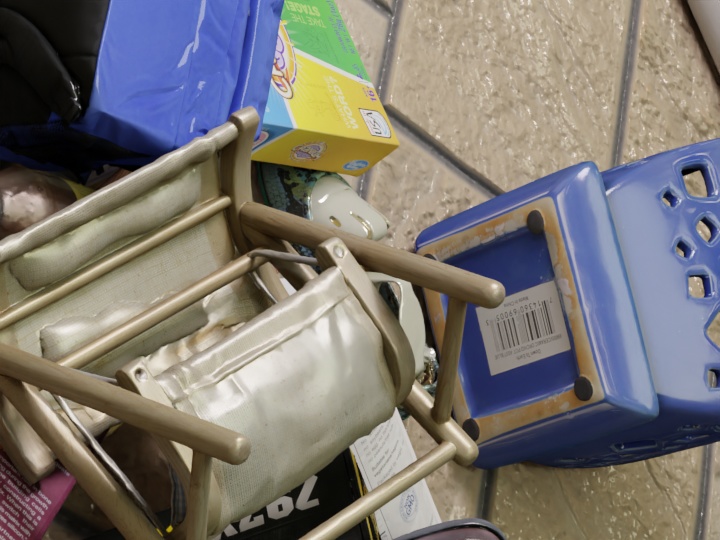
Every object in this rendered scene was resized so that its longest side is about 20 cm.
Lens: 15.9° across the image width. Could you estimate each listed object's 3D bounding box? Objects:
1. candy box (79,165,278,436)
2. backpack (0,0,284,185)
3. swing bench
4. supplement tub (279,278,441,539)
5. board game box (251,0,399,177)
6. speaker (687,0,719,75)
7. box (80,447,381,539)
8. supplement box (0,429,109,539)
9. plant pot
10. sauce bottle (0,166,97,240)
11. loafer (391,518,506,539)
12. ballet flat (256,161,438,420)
[{"bbox_3d":[-0.139,0.005,1.519,0.117,0.056,0.200,59,43,-12],"label":"candy box"},{"bbox_3d":[-0.155,-0.125,1.447,0.167,0.199,0.164,27,70,-43],"label":"backpack"},{"bbox_3d":[-0.068,0.043,1.302,0.198,0.200,0.130,-30,142,-38],"label":"swing bench"},{"bbox_3d":[-0.032,0.120,1.492,0.132,0.131,0.201,-56,135,-44],"label":"supplement tub"},{"bbox_3d":[-0.071,-0.140,1.616,0.200,0.040,0.154,4,57,-57],"label":"board game box"},{"bbox_3d":[0.310,-0.214,2.085,0.081,0.081,0.201,-31,97,-49],"label":"speaker"},{"bbox_3d":[-0.079,0.189,1.354,0.160,0.199,0.050,-104,173,-55],"label":"box"},{"bbox_3d":[-0.216,0.106,1.322,0.110,0.086,0.200,43,31,-10],"label":"supplement box"},{"bbox_3d":[0.159,0.029,1.735,0.179,0.199,0.201,-5,79,-43],"label":"plant pot"},{"bbox_3d":[-0.169,-0.019,1.393,0.199,0.064,0.065,19,61,-48],"label":"sauce bottle"},{"bbox_3d":[-0.001,0.210,1.437,0.072,0.199,0.063,58,8,-32],"label":"loafer"},{"bbox_3d":[0.000,0.000,1.665,0.074,0.074,0.201,-29,96,-49],"label":"ballet flat"}]
